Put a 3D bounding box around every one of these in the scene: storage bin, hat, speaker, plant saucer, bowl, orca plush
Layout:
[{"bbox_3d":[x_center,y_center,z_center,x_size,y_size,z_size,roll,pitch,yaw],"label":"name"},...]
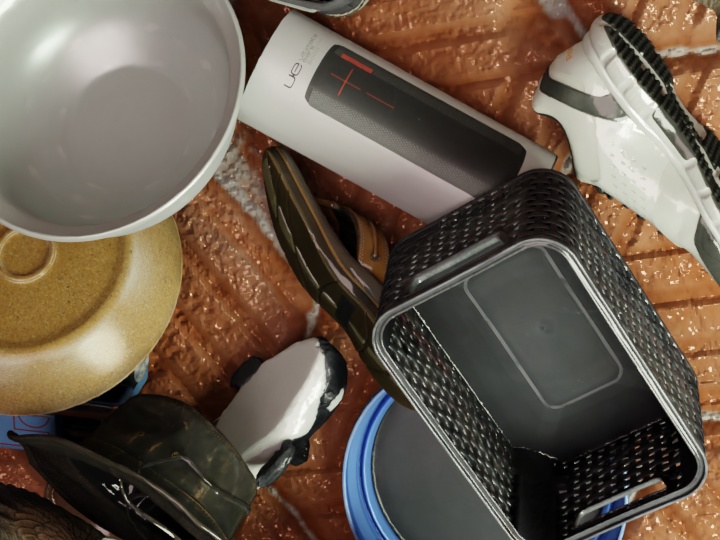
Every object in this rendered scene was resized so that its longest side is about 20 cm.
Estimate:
[{"bbox_3d":[0.112,0.057,0.933,0.134,0.094,0.201,-28,111,22],"label":"storage bin"},{"bbox_3d":[-0.127,0.129,0.983,0.200,0.201,0.081,31,70,1],"label":"hat"},{"bbox_3d":[0.022,-0.087,0.981,0.199,0.081,0.082,30,109,2],"label":"speaker"},{"bbox_3d":[-0.219,-0.005,1.008,0.198,0.036,0.202,-1,65,2],"label":"plant saucer"},{"bbox_3d":[-0.159,-0.104,0.972,0.199,0.090,0.203,-3,75,10],"label":"bowl"},{"bbox_3d":[0.087,0.147,1.057,0.198,0.039,0.203,3,107,10],"label":"bowl"},{"bbox_3d":[-0.064,0.135,1.066,0.071,0.105,0.201,27,97,-36],"label":"orca plush"}]

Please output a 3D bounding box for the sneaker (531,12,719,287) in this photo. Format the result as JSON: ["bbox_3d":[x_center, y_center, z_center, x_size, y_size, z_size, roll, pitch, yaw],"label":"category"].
[{"bbox_3d":[0.187,-0.064,0.970,0.080,0.074,0.201,-33,93,32],"label":"sneaker"}]

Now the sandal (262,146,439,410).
[{"bbox_3d":[0.000,0.000,1.011,0.054,0.082,0.201,-34,78,-21],"label":"sandal"}]

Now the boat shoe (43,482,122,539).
[{"bbox_3d":[-0.166,0.231,1.110,0.074,0.075,0.203,-33,98,18],"label":"boat shoe"}]

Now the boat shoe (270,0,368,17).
[{"bbox_3d":[-0.083,-0.222,0.969,0.199,0.063,0.073,28,109,2],"label":"boat shoe"}]

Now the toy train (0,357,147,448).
[{"bbox_3d":[-0.247,0.076,1.072,0.198,0.087,0.115,6,115,5],"label":"toy train"}]

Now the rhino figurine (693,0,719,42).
[{"bbox_3d":[0.201,-0.214,0.918,0.200,0.060,0.087,48,128,-6],"label":"rhino figurine"}]

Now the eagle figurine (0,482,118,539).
[{"bbox_3d":[-0.162,0.223,0.995,0.150,0.151,0.202,-13,111,5],"label":"eagle figurine"}]
